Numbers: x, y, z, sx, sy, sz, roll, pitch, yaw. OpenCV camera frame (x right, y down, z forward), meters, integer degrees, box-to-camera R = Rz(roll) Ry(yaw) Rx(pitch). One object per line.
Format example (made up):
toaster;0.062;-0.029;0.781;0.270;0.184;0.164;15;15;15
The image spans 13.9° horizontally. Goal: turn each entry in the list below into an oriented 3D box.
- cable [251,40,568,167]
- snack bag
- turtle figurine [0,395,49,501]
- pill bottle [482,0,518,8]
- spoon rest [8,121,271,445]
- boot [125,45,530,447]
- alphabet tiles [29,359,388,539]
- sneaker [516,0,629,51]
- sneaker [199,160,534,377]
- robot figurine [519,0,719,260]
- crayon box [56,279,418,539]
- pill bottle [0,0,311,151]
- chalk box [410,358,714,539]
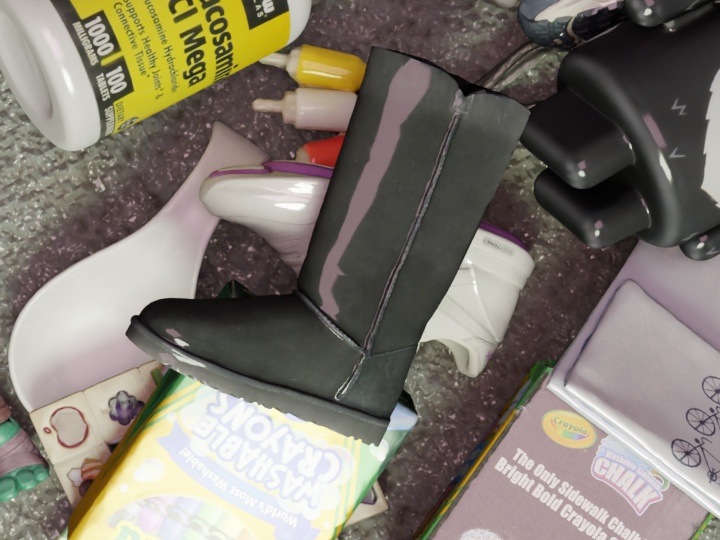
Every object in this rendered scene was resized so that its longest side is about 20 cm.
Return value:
cable;0.040;-0.085;1.678;0.200;0.050;0.097;-5;92;2
snack bag;0.214;0.060;1.625;0.188;0.200;0.021;37;134;0
turtle figurine;-0.256;0.041;1.656;0.150;0.101;0.200;-16;105;34
pill bottle;0.090;-0.257;1.647;0.114;0.114;0.200;33;90;0
spoon rest;-0.122;0.007;1.676;0.099;0.061;0.200;33;90;-2
boot;-0.017;-0.025;1.563;0.165;0.066;0.200;21;98;-31
alphabet tiles;-0.072;0.138;1.682;0.167;0.008;0.200;-22;103;0
sneaker;0.169;-0.193;1.651;0.200;0.078;0.086;-28;78;-6
sneaker;0.000;0.000;1.644;0.200;0.075;0.100;19;87;-18
robot figurine;0.188;-0.089;1.604;0.200;0.150;0.125;-28;75;-13
crayon box;-0.075;0.124;1.650;0.126;0.052;0.200;33;97;-10
pill bottle;-0.101;-0.156;1.632;0.200;0.112;0.113;-29;90;-17
chalk box;0.120;0.128;1.645;0.125;0.124;0.200;37;89;1
